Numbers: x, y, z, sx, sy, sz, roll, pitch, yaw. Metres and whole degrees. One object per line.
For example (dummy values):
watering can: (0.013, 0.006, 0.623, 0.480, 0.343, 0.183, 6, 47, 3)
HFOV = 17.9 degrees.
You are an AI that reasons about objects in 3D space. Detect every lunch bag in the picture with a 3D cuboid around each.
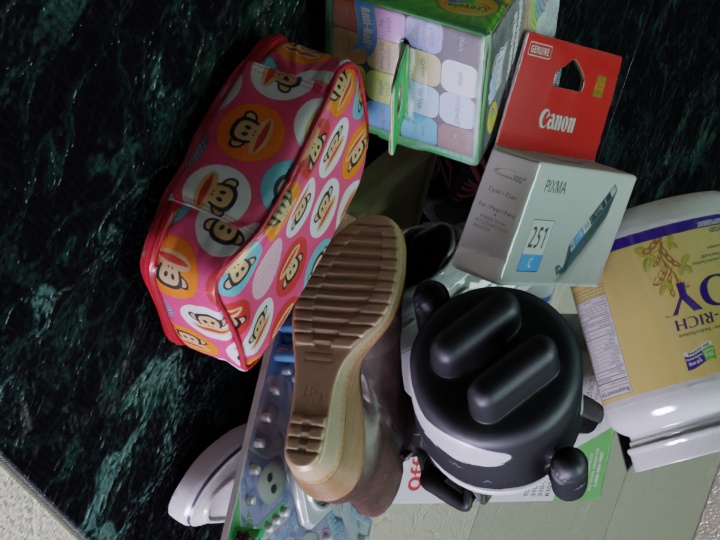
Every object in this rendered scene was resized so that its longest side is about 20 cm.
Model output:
lunch bag: (-0.062, -0.038, 1.513, 0.200, 0.082, 0.176, -61, 161, -22)

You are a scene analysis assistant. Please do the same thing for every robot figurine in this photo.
robot figurine: (0.099, 0.085, 1.620, 0.200, 0.125, 0.150, 77, 14, -67)

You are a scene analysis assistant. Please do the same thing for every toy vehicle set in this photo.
toy vehicle set: (0.000, 0.000, 1.753, 0.124, 0.027, 0.200, -42, 155, -45)

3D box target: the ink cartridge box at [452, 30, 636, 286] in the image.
ink cartridge box: (0.150, -0.077, 1.678, 0.200, 0.045, 0.176, 1, 109, -64)

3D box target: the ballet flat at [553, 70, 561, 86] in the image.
ballet flat: (0.135, -0.126, 1.993, 0.072, 0.072, 0.200, -55, 156, -34)

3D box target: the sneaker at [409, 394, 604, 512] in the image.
sneaker: (0.108, 0.131, 1.796, 0.199, 0.076, 0.114, 9, 97, -47)

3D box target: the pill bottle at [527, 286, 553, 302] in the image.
pill bottle: (0.105, 0.029, 1.982, 0.112, 0.112, 0.200, -24, 131, -63)

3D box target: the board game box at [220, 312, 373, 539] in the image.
board game box: (-0.027, 0.155, 1.673, 0.200, 0.026, 0.200, 41, 57, -55)

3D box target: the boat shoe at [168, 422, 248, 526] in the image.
boat shoe: (-0.063, 0.156, 1.707, 0.200, 0.066, 0.072, -13, 132, -57)

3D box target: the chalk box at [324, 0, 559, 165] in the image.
chalk box: (0.050, -0.165, 1.601, 0.124, 0.124, 0.200, 93, 23, -44)

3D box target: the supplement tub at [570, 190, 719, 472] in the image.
supplement tub: (0.252, 0.049, 1.819, 0.145, 0.145, 0.200, 3, 71, -70)

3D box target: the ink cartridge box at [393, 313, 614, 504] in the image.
ink cartridge box: (0.109, 0.115, 1.905, 0.200, 0.084, 0.146, 0, 111, -23)

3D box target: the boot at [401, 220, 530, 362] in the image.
boot: (0.073, -0.007, 1.727, 0.200, 0.074, 0.096, -37, 157, -22)

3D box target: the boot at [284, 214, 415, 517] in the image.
boot: (0.004, 0.072, 1.632, 0.166, 0.072, 0.200, 39, 67, -66)

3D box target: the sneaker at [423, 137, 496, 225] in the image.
sneaker: (0.085, -0.087, 1.758, 0.079, 0.095, 0.200, -16, 142, -15)
